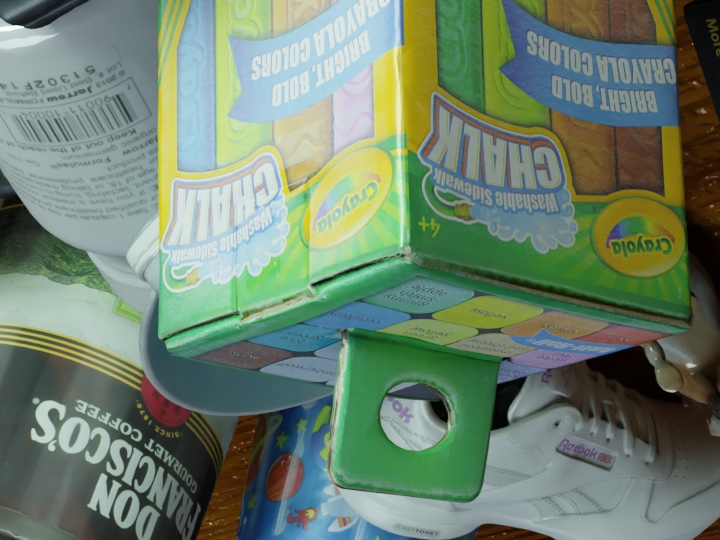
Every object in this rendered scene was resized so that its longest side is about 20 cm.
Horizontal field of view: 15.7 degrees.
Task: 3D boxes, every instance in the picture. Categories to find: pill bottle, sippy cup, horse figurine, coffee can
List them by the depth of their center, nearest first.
[{"bbox_3d":[-0.092,-0.071,1.004,0.114,0.115,0.200,6,148,22],"label":"pill bottle"},{"bbox_3d":[0.124,0.020,1.058,0.050,0.133,0.200,-41,126,8],"label":"horse figurine"},{"bbox_3d":[-0.126,0.056,1.149,0.146,0.201,0.147,14,150,8],"label":"coffee can"},{"bbox_3d":[0.002,0.103,1.224,0.177,0.131,0.140,-7,142,37],"label":"sippy cup"}]

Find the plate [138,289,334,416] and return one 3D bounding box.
[{"bbox_3d":[-0.002,-0.015,1.027,0.026,0.200,0.200,56,165,28],"label":"plate"}]

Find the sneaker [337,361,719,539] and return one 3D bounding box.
[{"bbox_3d":[0.092,0.075,1.144,0.199,0.075,0.100,2,138,-23],"label":"sneaker"}]

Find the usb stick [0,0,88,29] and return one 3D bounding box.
[{"bbox_3d":[-0.059,-0.127,0.812,0.033,0.056,0.200,-10,174,-43],"label":"usb stick"}]

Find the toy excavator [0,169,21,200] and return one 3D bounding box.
[{"bbox_3d":[-0.230,-0.108,1.051,0.100,0.201,0.194,-14,-179,43],"label":"toy excavator"}]

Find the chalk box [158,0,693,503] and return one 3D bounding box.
[{"bbox_3d":[0.019,-0.030,0.820,0.124,0.201,0.124,12,159,-40],"label":"chalk box"}]

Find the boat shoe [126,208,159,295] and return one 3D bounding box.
[{"bbox_3d":[0.000,0.001,0.958,0.074,0.065,0.202,-47,149,23],"label":"boat shoe"}]

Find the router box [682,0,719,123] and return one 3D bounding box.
[{"bbox_3d":[0.208,-0.014,0.865,0.157,0.052,0.201,-9,105,50],"label":"router box"}]
